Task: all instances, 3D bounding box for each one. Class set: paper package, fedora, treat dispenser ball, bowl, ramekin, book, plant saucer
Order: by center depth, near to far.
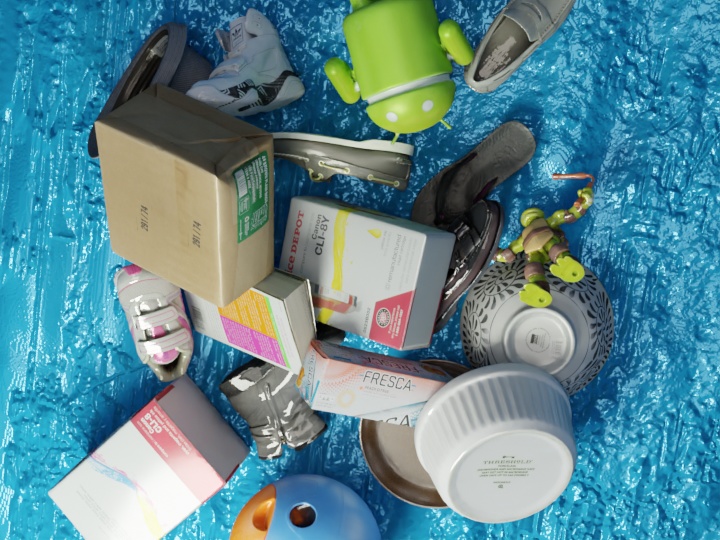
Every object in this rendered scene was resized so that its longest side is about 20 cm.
[{"bbox_3d":[-0.196,-0.084,1.259,0.190,0.103,0.201,25,135,23],"label":"paper package"},{"bbox_3d":[0.170,0.218,1.333,0.200,0.095,0.204,-5,127,-7],"label":"ramekin"},{"bbox_3d":[-0.144,0.049,1.373,0.199,0.048,0.134,20,134,34],"label":"book"},{"bbox_3d":[-0.250,-0.208,1.374,0.090,0.177,0.201,30,96,-28],"label":"fedora"},{"bbox_3d":[0.222,0.081,1.377,0.199,0.094,0.203,1,100,7],"label":"bowl"},{"bbox_3d":[-0.070,0.363,1.402,0.199,0.201,0.203,1,99,7],"label":"treat dispenser ball"},{"bbox_3d":[0.098,0.212,1.445,0.198,0.032,0.202,1,98,6],"label":"plant saucer"}]

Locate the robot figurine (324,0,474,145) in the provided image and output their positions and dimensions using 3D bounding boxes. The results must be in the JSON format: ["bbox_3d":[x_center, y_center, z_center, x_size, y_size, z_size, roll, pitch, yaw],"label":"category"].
[{"bbox_3d":[0.048,-0.259,1.332,0.174,0.116,0.202,-15,95,17],"label":"robot figurine"}]

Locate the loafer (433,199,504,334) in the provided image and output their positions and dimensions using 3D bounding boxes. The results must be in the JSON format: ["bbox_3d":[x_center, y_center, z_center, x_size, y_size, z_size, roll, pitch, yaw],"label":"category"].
[{"bbox_3d":[0.108,-0.004,1.366,0.063,0.072,0.201,14,120,-29],"label":"loafer"}]

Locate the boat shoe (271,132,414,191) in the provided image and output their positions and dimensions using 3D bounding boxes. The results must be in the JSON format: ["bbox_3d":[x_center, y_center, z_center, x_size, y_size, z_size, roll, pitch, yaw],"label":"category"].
[{"bbox_3d":[-0.034,-0.139,1.385,0.200,0.072,0.061,6,95,2],"label":"boat shoe"}]

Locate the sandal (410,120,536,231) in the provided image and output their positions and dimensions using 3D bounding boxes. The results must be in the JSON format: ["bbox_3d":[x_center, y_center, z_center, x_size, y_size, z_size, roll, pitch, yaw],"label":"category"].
[{"bbox_3d":[0.135,-0.110,1.380,0.075,0.048,0.201,43,101,-1],"label":"sandal"}]

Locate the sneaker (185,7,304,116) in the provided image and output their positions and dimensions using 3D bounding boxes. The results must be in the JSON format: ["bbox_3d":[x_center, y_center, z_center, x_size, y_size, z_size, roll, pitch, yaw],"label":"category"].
[{"bbox_3d":[-0.153,-0.249,1.329,0.075,0.199,0.116,-21,90,35],"label":"sneaker"}]

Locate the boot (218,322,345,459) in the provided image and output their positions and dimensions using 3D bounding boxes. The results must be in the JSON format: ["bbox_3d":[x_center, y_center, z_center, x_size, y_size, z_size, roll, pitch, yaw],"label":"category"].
[{"bbox_3d":[-0.077,0.157,1.446,0.199,0.070,0.132,-30,97,21],"label":"boot"}]

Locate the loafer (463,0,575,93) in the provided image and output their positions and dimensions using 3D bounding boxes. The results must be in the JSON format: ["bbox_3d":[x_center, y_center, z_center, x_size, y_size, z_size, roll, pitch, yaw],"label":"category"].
[{"bbox_3d":[0.201,-0.298,1.331,0.070,0.070,0.200,37,101,0],"label":"loafer"}]

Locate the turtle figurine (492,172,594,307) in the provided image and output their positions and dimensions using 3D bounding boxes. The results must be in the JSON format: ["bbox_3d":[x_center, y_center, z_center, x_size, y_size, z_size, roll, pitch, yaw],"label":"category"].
[{"bbox_3d":[0.214,-0.026,1.346,0.199,0.162,0.064,-28,124,18],"label":"turtle figurine"}]

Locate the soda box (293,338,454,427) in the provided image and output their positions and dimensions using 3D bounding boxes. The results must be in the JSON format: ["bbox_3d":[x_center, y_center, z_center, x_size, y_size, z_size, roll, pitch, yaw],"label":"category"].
[{"bbox_3d":[0.023,0.143,1.348,0.199,0.064,0.069,14,103,-28],"label":"soda box"}]

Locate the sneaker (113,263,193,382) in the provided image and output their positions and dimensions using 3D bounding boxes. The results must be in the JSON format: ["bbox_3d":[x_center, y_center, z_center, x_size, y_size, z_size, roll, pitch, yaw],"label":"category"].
[{"bbox_3d":[-0.251,0.067,1.383,0.081,0.089,0.201,-18,140,-2],"label":"sneaker"}]

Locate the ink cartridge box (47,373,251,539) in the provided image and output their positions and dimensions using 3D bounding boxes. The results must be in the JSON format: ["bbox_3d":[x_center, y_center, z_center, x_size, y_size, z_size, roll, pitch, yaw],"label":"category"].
[{"bbox_3d":[-0.274,0.263,1.439,0.200,0.145,0.145,-41,92,11],"label":"ink cartridge box"}]

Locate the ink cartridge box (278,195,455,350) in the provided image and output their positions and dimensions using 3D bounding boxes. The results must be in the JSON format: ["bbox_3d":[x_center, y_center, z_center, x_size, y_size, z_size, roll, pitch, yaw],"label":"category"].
[{"bbox_3d":[0.000,0.000,1.358,0.199,0.083,0.146,17,101,30],"label":"ink cartridge box"}]
